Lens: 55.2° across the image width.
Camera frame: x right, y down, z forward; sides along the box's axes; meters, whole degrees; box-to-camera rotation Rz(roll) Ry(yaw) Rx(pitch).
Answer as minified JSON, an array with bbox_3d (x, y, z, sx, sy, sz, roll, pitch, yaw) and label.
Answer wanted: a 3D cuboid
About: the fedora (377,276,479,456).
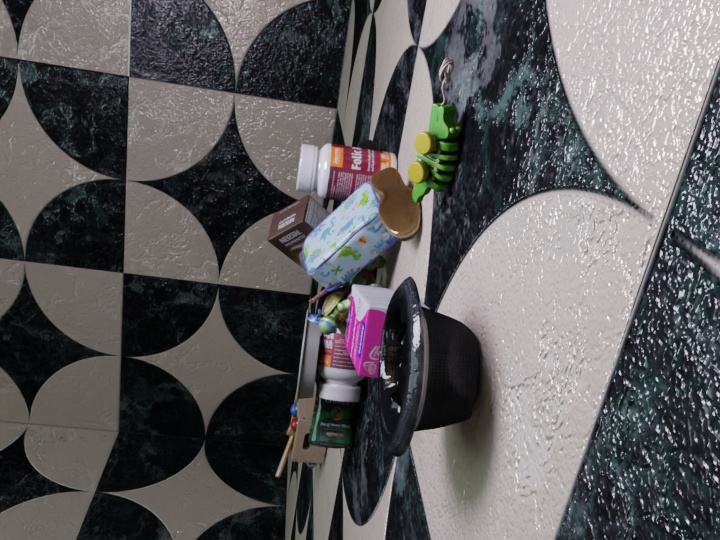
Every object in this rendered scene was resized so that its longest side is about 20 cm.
[{"bbox_3d":[0.077,0.106,0.754,0.201,0.090,0.203,-173,90,-82],"label":"fedora"}]

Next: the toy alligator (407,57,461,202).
[{"bbox_3d":[0.111,-0.176,0.920,0.054,0.059,0.202,33,125,34],"label":"toy alligator"}]

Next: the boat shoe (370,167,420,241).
[{"bbox_3d":[0.066,-0.102,1.185,0.201,0.071,0.072,-112,-3,-53],"label":"boat shoe"}]

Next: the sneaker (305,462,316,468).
[{"bbox_3d":[-0.163,0.550,2.250,0.090,0.077,0.202,102,172,-55],"label":"sneaker"}]

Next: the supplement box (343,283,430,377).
[{"bbox_3d":[0.039,0.089,1.032,0.200,0.102,0.103,-141,59,-79],"label":"supplement box"}]

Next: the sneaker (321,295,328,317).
[{"bbox_3d":[-0.075,0.122,1.940,0.201,0.080,0.089,-97,14,-59],"label":"sneaker"}]

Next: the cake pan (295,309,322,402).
[{"bbox_3d":[-0.111,0.187,1.502,0.200,0.036,0.203,-173,90,-86],"label":"cake pan"}]

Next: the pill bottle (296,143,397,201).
[{"bbox_3d":[-0.030,-0.201,1.432,0.114,0.197,0.116,-173,90,-82],"label":"pill bottle"}]

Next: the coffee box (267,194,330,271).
[{"bbox_3d":[-0.088,-0.057,1.479,0.114,0.200,0.080,-25,40,35],"label":"coffee box"}]

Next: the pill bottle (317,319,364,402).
[{"bbox_3d":[-0.035,0.175,1.482,0.110,0.108,0.203,161,116,-82],"label":"pill bottle"}]

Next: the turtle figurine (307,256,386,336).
[{"bbox_3d":[0.011,0.072,1.365,0.145,0.198,0.195,74,-149,-43],"label":"turtle figurine"}]

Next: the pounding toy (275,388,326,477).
[{"bbox_3d":[-0.178,0.500,2.104,0.185,0.140,0.202,-106,26,-63],"label":"pounding toy"}]

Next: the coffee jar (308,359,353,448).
[{"bbox_3d":[-0.060,0.302,1.579,0.085,0.103,0.203,118,157,-71],"label":"coffee jar"}]

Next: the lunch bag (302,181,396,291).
[{"bbox_3d":[-0.019,-0.068,1.325,0.200,0.082,0.161,-41,30,13],"label":"lunch bag"}]

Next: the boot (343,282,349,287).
[{"bbox_3d":[0.000,0.000,1.557,0.200,0.069,0.133,-146,71,-74],"label":"boot"}]

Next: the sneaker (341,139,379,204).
[{"bbox_3d":[0.004,-0.201,1.650,0.121,0.083,0.202,133,143,-62],"label":"sneaker"}]
